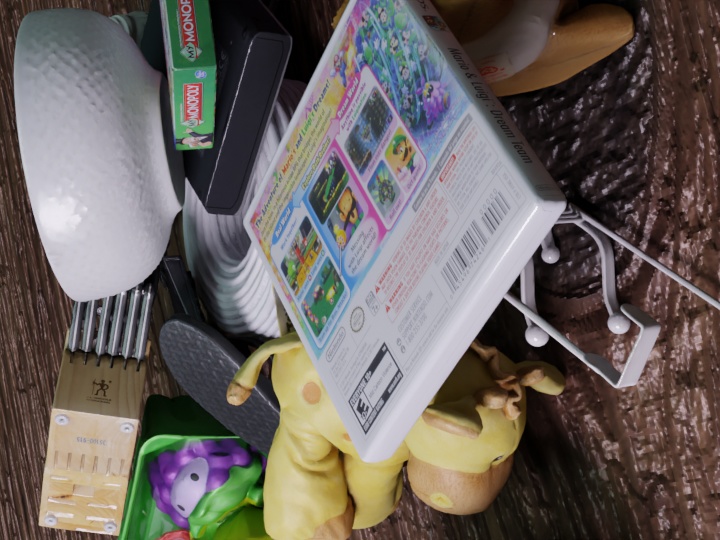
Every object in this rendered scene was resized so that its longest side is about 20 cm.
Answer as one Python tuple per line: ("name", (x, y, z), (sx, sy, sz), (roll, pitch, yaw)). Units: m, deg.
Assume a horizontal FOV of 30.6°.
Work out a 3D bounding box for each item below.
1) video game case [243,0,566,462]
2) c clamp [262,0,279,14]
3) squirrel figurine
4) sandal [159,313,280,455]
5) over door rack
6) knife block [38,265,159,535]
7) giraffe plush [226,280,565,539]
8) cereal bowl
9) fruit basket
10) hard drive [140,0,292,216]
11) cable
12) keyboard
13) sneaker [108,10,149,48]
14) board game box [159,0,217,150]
("video game case", (0.011, -0.030, 0.693), (0.182, 0.024, 0.200), (61, 138, 33))
("c clamp", (-0.103, -0.268, 1.048), (0.171, 0.027, 0.200), (44, 126, 33))
("squirrel figurine", (0.042, -0.192, 0.780), (0.200, 0.141, 0.187), (-33, 62, 47))
("sandal", (-0.063, 0.096, 0.959), (0.200, 0.048, 0.075), (41, 138, -11))
("over door rack", (0.117, 0.018, 0.696), (0.200, 0.147, 0.067), (27, 115, 48))
("knife block", (-0.199, 0.081, 1.023), (0.176, 0.064, 0.200), (-91, 13, -50))
("giraffe plush", (0.035, 0.086, 0.810), (0.162, 0.173, 0.200), (8, 134, 32))
("cereal bowl", (-0.169, -0.082, 0.900), (0.200, 0.083, 0.201), (173, 90, -90))
("fruit basket", (-0.111, 0.219, 1.037), (0.216, 0.155, 0.216), (-176, 90, -68))
("hard drive", (-0.116, -0.151, 0.965), (0.200, 0.033, 0.140), (54, 133, 48))
("cable", (-0.071, -0.043, 0.979), (0.200, 0.069, 0.200), (62, 139, 39))
("keyboard", (-0.141, 0.030, 1.065), (0.200, 0.021, 0.127), (104, 142, -70))
("sneaker", (-0.175, -0.127, 1.126), (0.075, 0.076, 0.200), (41, 144, 39))
("board game box", (-0.118, -0.196, 0.858), (0.135, 0.029, 0.201), (116, 147, -72))
